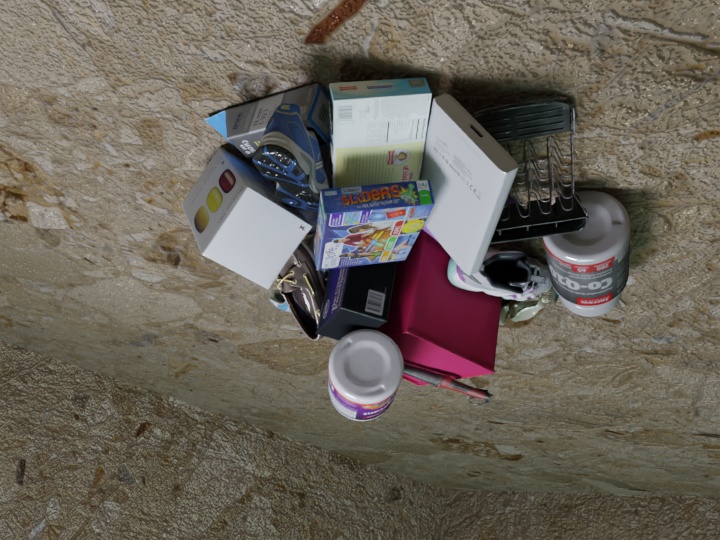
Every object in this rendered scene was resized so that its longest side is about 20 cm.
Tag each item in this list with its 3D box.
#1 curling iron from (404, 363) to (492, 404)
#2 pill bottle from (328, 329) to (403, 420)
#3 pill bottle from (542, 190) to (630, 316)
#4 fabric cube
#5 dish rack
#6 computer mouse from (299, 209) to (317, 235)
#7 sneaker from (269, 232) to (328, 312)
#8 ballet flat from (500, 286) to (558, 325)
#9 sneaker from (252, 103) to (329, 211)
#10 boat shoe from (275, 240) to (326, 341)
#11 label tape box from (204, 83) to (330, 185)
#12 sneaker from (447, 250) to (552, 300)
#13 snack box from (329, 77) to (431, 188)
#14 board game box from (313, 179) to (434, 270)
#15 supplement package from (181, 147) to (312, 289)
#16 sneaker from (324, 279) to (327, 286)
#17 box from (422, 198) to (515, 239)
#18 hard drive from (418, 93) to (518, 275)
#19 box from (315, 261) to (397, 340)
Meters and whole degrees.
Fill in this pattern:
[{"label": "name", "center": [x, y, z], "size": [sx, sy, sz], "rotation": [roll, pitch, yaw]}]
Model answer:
[{"label": "curling iron", "center": [0.136, 0.193, 1.087], "size": [0.200, 0.026, 0.050], "rotation": [21, 150, -16]}, {"label": "pill bottle", "center": [0.004, 0.175, 1.011], "size": [0.111, 0.112, 0.200], "rotation": [12, 156, 2]}, {"label": "pill bottle", "center": [0.331, -0.015, 0.927], "size": [0.114, 0.114, 0.200], "rotation": [1, 152, 23]}, {"label": "fabric cube", "center": [0.107, 0.066, 1.102], "size": [0.196, 0.200, 0.200], "rotation": [26, 152, -29]}, {"label": "dish rack", "center": [0.200, -0.120, 0.796], "size": [0.153, 0.055, 0.200], "rotation": [-8, 141, 14]}, {"label": "computer mouse", "center": [-0.149, -0.090, 1.070], "size": [0.199, 0.053, 0.139], "rotation": [6, 153, 14]}, {"label": "sneaker", "center": [-0.104, 0.004, 1.111], "size": [0.072, 0.072, 0.200], "rotation": [13, 134, -21]}, {"label": "ballet flat", "center": [0.274, 0.059, 1.153], "size": [0.068, 0.075, 0.200], "rotation": [26, 152, -27]}, {"label": "sneaker", "center": [-0.071, -0.129, 0.787], "size": [0.075, 0.077, 0.200], "rotation": [9, 164, 8]}, {"label": "boat shoe", "center": [-0.103, 0.023, 1.052], "size": [0.072, 0.060, 0.200], "rotation": [-15, 111, 31]}, {"label": "label tape box", "center": [-0.105, -0.166, 0.879], "size": [0.200, 0.066, 0.143], "rotation": [-7, 148, 32]}, {"label": "sneaker", "center": [0.250, 0.011, 0.989], "size": [0.199, 0.078, 0.140], "rotation": [3, 180, -24]}, {"label": "snack box", "center": [0.019, -0.144, 0.803], "size": [0.116, 0.037, 0.200], "rotation": [-6, 140, -8]}, {"label": "board game box", "center": [0.010, -0.055, 0.843], "size": [0.135, 0.035, 0.200], "rotation": [-6, 162, -10]}, {"label": "supplement package", "center": [-0.169, -0.080, 0.914], "size": [0.109, 0.114, 0.200], "rotation": [31, -171, -32]}, {"label": "sneaker", "center": [-0.091, 0.017, 1.218], "size": [0.066, 0.091, 0.200], "rotation": [32, 149, -33]}, {"label": "box", "center": [0.135, -0.099, 0.934], "size": [0.137, 0.039, 0.200], "rotation": [-13, 144, 42]}, {"label": "hard drive", "center": [0.121, -0.099, 0.783], "size": [0.026, 0.132, 0.200], "rotation": [-27, 152, -19]}, {"label": "box", "center": [0.000, 0.000, 1.012], "size": [0.079, 0.201, 0.141], "rotation": [16, 154, -11]}]
